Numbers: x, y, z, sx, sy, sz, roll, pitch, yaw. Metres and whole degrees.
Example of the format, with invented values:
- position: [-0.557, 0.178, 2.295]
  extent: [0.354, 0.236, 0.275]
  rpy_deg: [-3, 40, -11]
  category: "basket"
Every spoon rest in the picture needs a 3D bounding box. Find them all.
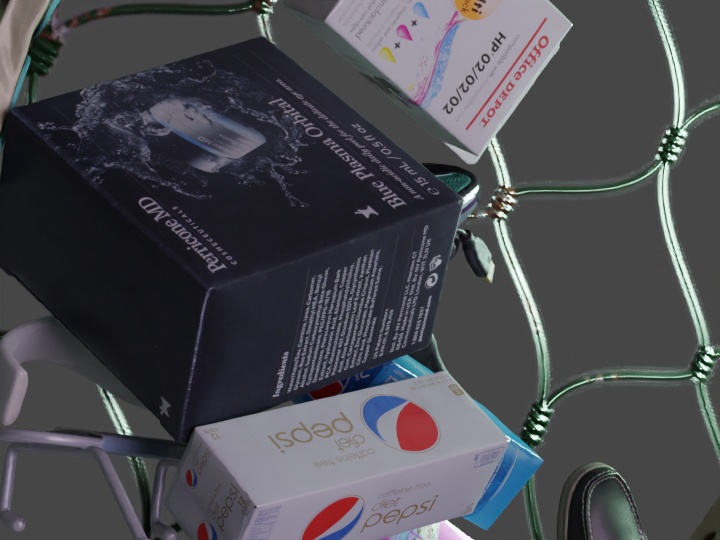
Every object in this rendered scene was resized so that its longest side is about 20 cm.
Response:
- position: [-0.146, 0.051, 1.542]
  extent: [0.200, 0.061, 0.100]
  rpy_deg: [-6, 127, -42]
  category: "spoon rest"

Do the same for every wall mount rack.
- position: [-0.119, 0.138, 1.495]
  extent: [0.199, 0.173, 0.075]
  rpy_deg: [9, 86, -39]
  category: "wall mount rack"

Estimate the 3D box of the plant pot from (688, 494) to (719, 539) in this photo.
- position: [0.336, 0.257, 1.866]
  extent: [0.177, 0.200, 0.200]
  rpy_deg: [47, 63, -16]
  category: "plant pot"

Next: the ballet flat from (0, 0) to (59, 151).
- position: [-0.215, -0.144, 1.486]
  extent: [0.069, 0.069, 0.201]
  rpy_deg: [31, 73, -35]
  category: "ballet flat"

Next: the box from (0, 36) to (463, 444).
- position: [-0.080, -0.024, 1.490]
  extent: [0.200, 0.197, 0.118]
  rpy_deg: [-21, 138, -37]
  category: "box"

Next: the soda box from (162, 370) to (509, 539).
- position: [-0.012, 0.117, 1.464]
  extent: [0.199, 0.068, 0.064]
  rpy_deg: [-10, 137, -41]
  category: "soda box"

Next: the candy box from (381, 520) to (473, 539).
- position: [0.048, 0.240, 1.609]
  extent: [0.200, 0.061, 0.137]
  rpy_deg: [39, 46, -26]
  category: "candy box"

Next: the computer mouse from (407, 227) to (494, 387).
- position: [0.037, 0.045, 1.663]
  extent: [0.140, 0.046, 0.200]
  rpy_deg: [-44, 141, -9]
  category: "computer mouse"

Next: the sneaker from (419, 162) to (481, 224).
- position: [0.000, 0.000, 1.669]
  extent: [0.200, 0.074, 0.088]
  rpy_deg: [-29, 128, -29]
  category: "sneaker"

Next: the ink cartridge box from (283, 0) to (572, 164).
- position: [0.059, -0.160, 1.683]
  extent: [0.200, 0.068, 0.115]
  rpy_deg: [39, 85, -33]
  category: "ink cartridge box"

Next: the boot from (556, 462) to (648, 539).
- position: [0.218, 0.239, 1.782]
  extent: [0.073, 0.150, 0.201]
  rpy_deg: [-17, 103, -32]
  category: "boot"

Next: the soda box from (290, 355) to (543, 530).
- position: [0.033, 0.098, 1.610]
  extent: [0.064, 0.068, 0.200]
  rpy_deg: [-51, 141, 4]
  category: "soda box"
